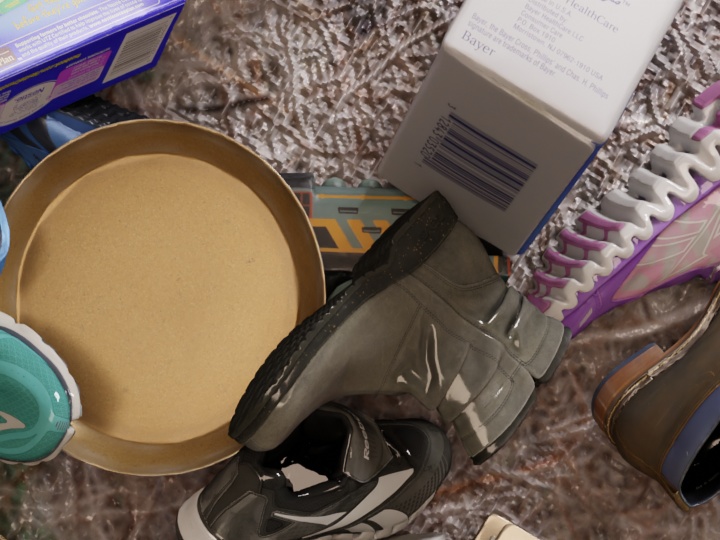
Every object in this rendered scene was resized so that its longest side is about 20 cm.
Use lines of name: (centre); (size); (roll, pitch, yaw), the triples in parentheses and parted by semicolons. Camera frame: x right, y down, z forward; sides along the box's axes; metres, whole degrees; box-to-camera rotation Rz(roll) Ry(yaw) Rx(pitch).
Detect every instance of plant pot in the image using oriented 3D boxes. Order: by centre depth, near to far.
plant pot: (-0.116, 0.015, 1.320); (0.198, 0.027, 0.202); (0, 88, 7)

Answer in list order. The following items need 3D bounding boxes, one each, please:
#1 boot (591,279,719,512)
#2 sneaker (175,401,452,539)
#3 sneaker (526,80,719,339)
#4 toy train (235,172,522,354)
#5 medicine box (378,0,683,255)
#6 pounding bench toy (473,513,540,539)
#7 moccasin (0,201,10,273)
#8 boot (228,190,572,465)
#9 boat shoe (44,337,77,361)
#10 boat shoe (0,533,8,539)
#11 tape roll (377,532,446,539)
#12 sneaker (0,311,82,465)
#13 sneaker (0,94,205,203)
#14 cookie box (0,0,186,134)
boot: (0.234, 0.055, 1.350); (0.200, 0.097, 0.075); (-42, 128, 9)
sneaker: (-0.009, 0.111, 1.317); (0.067, 0.199, 0.091); (54, 132, 23)
sneaker: (0.186, -0.019, 1.384); (0.200, 0.080, 0.089); (-44, 109, 1)
toy train: (0.000, 0.000, 1.376); (0.198, 0.085, 0.115); (1, 77, -1)
medicine box: (0.112, -0.139, 1.307); (0.103, 0.182, 0.201); (31, 68, 1)
pounding bench toy: (0.133, 0.244, 1.323); (0.199, 0.156, 0.125); (31, 86, 1)
moccasin: (-0.260, -0.066, 1.327); (0.068, 0.200, 0.081); (2, 123, -34)
boot: (0.030, 0.058, 1.269); (0.131, 0.068, 0.200); (47, 58, -5)
boat shoe: (-0.237, 0.052, 1.381); (0.198, 0.072, 0.062); (-1, 124, -2)
boat shoe: (-0.264, 0.121, 1.350); (0.068, 0.072, 0.201); (-31, 115, -1)
tape roll: (-0.047, 0.184, 1.301); (0.201, 0.203, 0.037); (-11, 87, -2)
sneaker: (-0.245, 0.047, 1.285); (0.199, 0.080, 0.078); (29, 99, 15)
sneaker: (-0.177, -0.070, 1.383); (0.199, 0.066, 0.079); (27, 113, 9)
cookie box: (-0.227, -0.183, 1.327); (0.171, 0.075, 0.200); (-28, 75, -35)
